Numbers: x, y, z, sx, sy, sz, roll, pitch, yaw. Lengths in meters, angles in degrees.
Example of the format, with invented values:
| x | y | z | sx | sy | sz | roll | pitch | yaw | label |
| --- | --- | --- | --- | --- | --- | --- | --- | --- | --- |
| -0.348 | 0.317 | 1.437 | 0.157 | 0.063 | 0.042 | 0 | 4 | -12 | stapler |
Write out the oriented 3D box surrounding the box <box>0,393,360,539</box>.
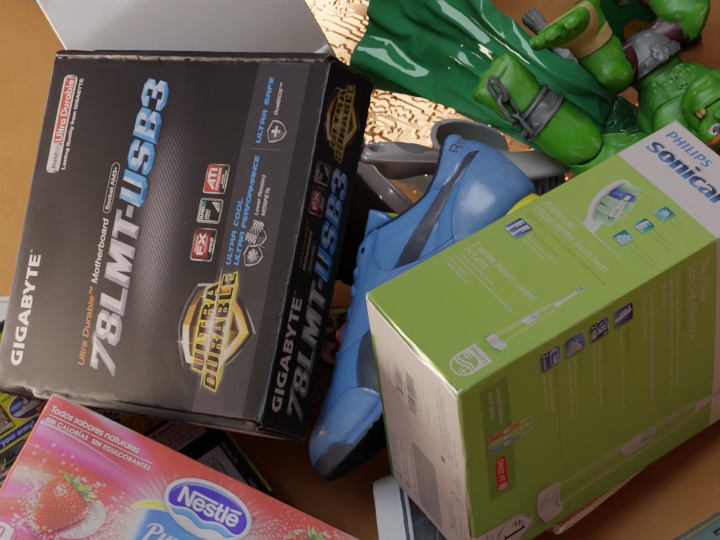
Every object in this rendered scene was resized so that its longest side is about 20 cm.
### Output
| x | y | z | sx | sy | sz | roll | pitch | yaw | label |
| --- | --- | --- | --- | --- | --- | --- | --- | --- | --- |
| -0.098 | 0.162 | 1.042 | 0.199 | 0.103 | 0.095 | 25 | 65 | 2 | box |

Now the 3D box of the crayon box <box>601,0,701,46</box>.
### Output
| x | y | z | sx | sy | sz | roll | pitch | yaw | label |
| --- | --- | --- | --- | --- | --- | --- | --- | --- | --- |
| 0.149 | -0.233 | 1.183 | 0.058 | 0.200 | 0.120 | -18 | 54 | 11 | crayon box |

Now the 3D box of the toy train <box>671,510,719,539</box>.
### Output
| x | y | z | sx | sy | sz | roll | pitch | yaw | label |
| --- | --- | --- | --- | --- | --- | --- | --- | --- | --- |
| 0.196 | 0.170 | 0.984 | 0.199 | 0.085 | 0.114 | -33 | 40 | 2 | toy train |

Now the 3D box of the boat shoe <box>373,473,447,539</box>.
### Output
| x | y | z | sx | sy | sz | roll | pitch | yaw | label |
| --- | --- | --- | --- | --- | --- | --- | --- | --- | --- |
| 0.056 | 0.186 | 1.037 | 0.067 | 0.072 | 0.201 | -20 | 45 | 9 | boat shoe |

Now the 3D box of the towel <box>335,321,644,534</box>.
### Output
| x | y | z | sx | sy | sz | roll | pitch | yaw | label |
| --- | --- | --- | --- | --- | --- | --- | --- | --- | --- |
| 0.098 | 0.053 | 1.113 | 0.146 | 0.030 | 0.200 | -35 | 51 | -22 | towel |

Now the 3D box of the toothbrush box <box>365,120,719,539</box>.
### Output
| x | y | z | sx | sy | sz | roll | pitch | yaw | label |
| --- | --- | --- | --- | --- | --- | --- | --- | --- | --- |
| 0.111 | 0.039 | 1.004 | 0.199 | 0.146 | 0.086 | -28 | 49 | -17 | toothbrush box |

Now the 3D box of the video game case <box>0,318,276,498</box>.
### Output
| x | y | z | sx | sy | sz | roll | pitch | yaw | label |
| --- | --- | --- | --- | --- | --- | --- | --- | --- | --- |
| -0.179 | 0.116 | 1.121 | 0.199 | 0.026 | 0.181 | -33 | 74 | -21 | video game case |

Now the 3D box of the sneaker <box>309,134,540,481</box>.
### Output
| x | y | z | sx | sy | sz | roll | pitch | yaw | label |
| --- | --- | --- | --- | --- | --- | --- | --- | --- | --- |
| 0.021 | 0.020 | 1.049 | 0.078 | 0.066 | 0.201 | 38 | 106 | 16 | sneaker |

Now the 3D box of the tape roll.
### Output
| x | y | z | sx | sy | sz | roll | pitch | yaw | label |
| --- | --- | --- | --- | --- | --- | --- | --- | --- | --- |
| -0.113 | -0.162 | 1.246 | 0.139 | 0.203 | 0.203 | -33 | 52 | -1 | tape roll |

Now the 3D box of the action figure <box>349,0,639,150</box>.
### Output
| x | y | z | sx | sy | sz | roll | pitch | yaw | label |
| --- | --- | --- | --- | --- | --- | --- | --- | --- | --- |
| 0.094 | -0.123 | 1.210 | 0.199 | 0.119 | 0.055 | 30 | 43 | 18 | action figure |

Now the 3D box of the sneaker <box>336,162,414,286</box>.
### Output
| x | y | z | sx | sy | sz | roll | pitch | yaw | label |
| --- | --- | --- | --- | --- | --- | --- | --- | --- | --- |
| 0.000 | 0.000 | 1.120 | 0.099 | 0.071 | 0.200 | -45 | 70 | 0 | sneaker |

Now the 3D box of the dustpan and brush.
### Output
| x | y | z | sx | sy | sz | roll | pitch | yaw | label |
| --- | --- | --- | --- | --- | --- | --- | --- | --- | --- |
| 0.068 | -0.051 | 1.110 | 0.140 | 0.199 | 0.058 | 44 | 126 | 37 | dustpan and brush |

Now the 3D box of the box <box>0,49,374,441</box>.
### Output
| x | y | z | sx | sy | sz | roll | pitch | yaw | label |
| --- | --- | --- | --- | --- | --- | --- | --- | --- | --- |
| -0.101 | -0.018 | 1.064 | 0.197 | 0.050 | 0.202 | 6 | 82 | 34 | box |

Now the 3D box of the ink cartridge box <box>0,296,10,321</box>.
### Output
| x | y | z | sx | sy | sz | roll | pitch | yaw | label |
| --- | --- | --- | --- | --- | --- | --- | --- | --- | --- |
| -0.259 | 0.124 | 1.195 | 0.145 | 0.084 | 0.201 | -1 | 59 | 22 | ink cartridge box |

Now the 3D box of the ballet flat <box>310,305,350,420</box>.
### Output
| x | y | z | sx | sy | sz | roll | pitch | yaw | label |
| --- | --- | --- | --- | --- | --- | --- | --- | --- | --- |
| -0.077 | 0.065 | 1.181 | 0.198 | 0.046 | 0.068 | -17 | 55 | 12 | ballet flat |

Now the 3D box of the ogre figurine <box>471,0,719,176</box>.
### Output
| x | y | z | sx | sy | sz | roll | pitch | yaw | label |
| --- | --- | --- | --- | --- | --- | --- | --- | --- | --- |
| 0.177 | -0.118 | 1.125 | 0.200 | 0.120 | 0.098 | -37 | 7 | -26 | ogre figurine |
